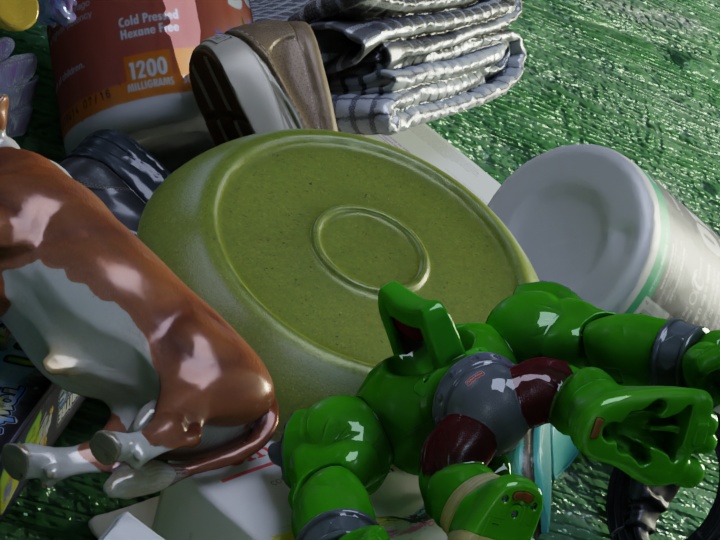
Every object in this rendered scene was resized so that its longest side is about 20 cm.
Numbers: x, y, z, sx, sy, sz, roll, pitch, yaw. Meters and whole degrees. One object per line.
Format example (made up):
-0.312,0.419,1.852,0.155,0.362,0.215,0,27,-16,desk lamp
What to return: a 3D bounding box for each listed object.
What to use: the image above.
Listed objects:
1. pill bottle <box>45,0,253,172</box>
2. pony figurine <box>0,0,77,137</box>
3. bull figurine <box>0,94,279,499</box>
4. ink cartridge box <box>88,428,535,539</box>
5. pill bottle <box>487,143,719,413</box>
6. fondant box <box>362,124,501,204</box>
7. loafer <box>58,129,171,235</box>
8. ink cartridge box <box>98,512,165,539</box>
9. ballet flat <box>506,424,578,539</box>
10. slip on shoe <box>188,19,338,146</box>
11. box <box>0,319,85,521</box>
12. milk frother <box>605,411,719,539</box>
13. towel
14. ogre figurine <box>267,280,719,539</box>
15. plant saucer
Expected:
-0.118,-0.159,1.059,0.111,0.112,0.202,1,73,-44,pill bottle
-0.216,-0.139,0.953,0.192,0.168,0.199,-12,5,-42,pony figurine
-0.122,0.011,0.772,0.199,0.065,0.121,37,36,14,bull figurine
-0.007,0.121,0.795,0.116,0.068,0.199,-12,38,-45,ink cartridge box
0.156,0.020,1.082,0.200,0.113,0.113,33,18,-48,pill bottle
0.018,-0.014,1.108,0.144,0.059,0.199,40,28,17,fondant box
-0.085,0.019,0.956,0.199,0.073,0.072,38,51,16,loafer
-0.044,0.206,0.557,0.199,0.147,0.146,34,48,8,ink cartridge box
0.066,0.090,0.958,0.070,0.068,0.200,-1,7,12,ballet flat
-0.022,-0.028,0.981,0.060,0.076,0.202,-23,91,-26,slip on shoe
-0.169,0.033,0.836,0.109,0.035,0.200,13,27,6,box
0.253,0.149,1.009,0.189,0.180,0.200,57,-17,-27,milk frother
-0.013,-0.134,1.166,0.164,0.087,0.200,1,13,31,towel
0.050,0.059,0.747,0.098,0.200,0.120,49,-7,-34,ogre figurine
0.000,0.000,0.868,0.198,0.031,0.201,14,41,-12,plant saucer
